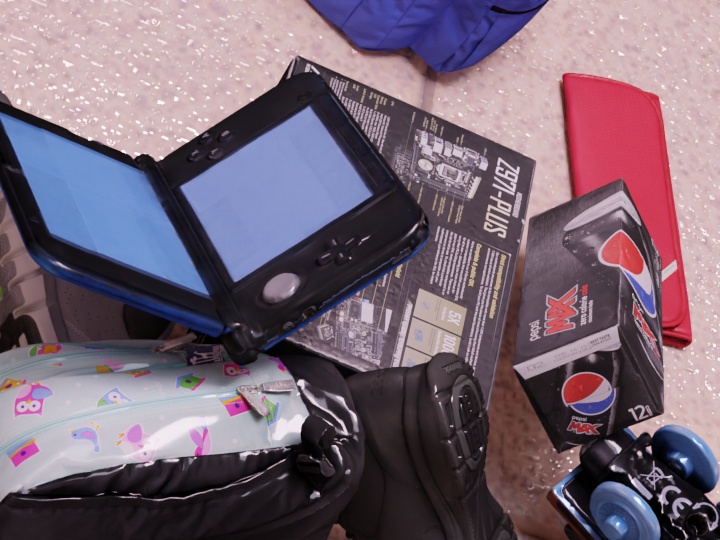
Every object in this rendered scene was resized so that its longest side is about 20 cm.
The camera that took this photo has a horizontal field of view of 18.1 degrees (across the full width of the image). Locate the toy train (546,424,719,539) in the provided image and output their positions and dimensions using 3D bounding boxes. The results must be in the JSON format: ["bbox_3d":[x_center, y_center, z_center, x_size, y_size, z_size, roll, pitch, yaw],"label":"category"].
[{"bbox_3d":[0.188,0.177,1.283,0.200,0.114,0.087,47,57,8],"label":"toy train"}]

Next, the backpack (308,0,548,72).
[{"bbox_3d":[0.071,-0.245,1.453,0.168,0.200,0.163,39,49,2],"label":"backpack"}]

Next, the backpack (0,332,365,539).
[{"bbox_3d":[-0.114,0.111,1.161,0.199,0.168,0.127,-1,39,-24],"label":"backpack"}]

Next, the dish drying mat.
[{"bbox_3d":[0.176,-0.044,1.491,0.076,0.018,0.201,11,54,-20],"label":"dish drying mat"}]

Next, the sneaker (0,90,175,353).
[{"bbox_3d":[-0.161,-0.012,1.268,0.115,0.075,0.201,-6,72,-36],"label":"sneaker"}]

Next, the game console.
[{"bbox_3d":[-0.086,-0.054,1.161,0.170,0.119,0.200,-32,35,-1],"label":"game console"}]

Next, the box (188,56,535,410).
[{"bbox_3d":[0.000,0.000,1.313,0.163,0.086,0.201,22,51,-11],"label":"box"}]

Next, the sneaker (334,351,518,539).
[{"bbox_3d":[0.033,0.139,1.225,0.076,0.090,0.201,-45,126,-62],"label":"sneaker"}]

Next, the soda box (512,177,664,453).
[{"bbox_3d":[0.136,0.022,1.330,0.064,0.070,0.200,60,18,-21],"label":"soda box"}]
